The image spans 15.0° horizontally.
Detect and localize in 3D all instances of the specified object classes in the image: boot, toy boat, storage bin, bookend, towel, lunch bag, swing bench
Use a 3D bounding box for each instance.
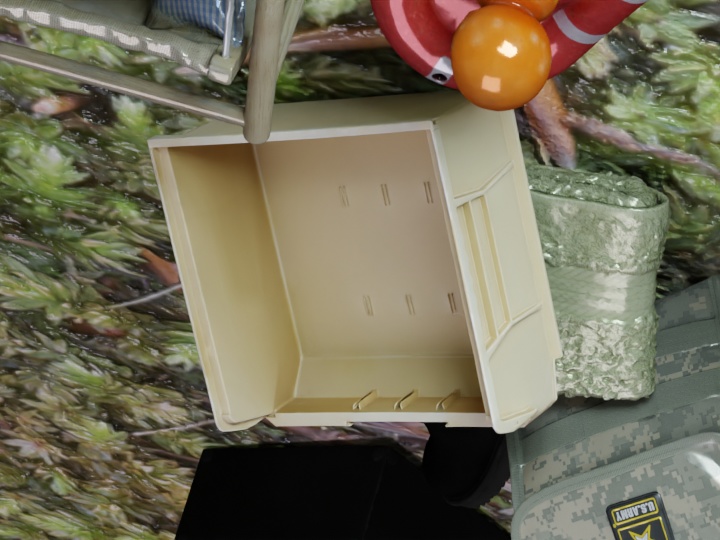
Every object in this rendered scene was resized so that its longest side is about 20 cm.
[{"bbox_3d":[0.038,0.080,1.861,0.157,0.080,0.211,14,145,-10],"label":"boot"},{"bbox_3d":[0.077,-0.137,1.346,0.130,0.131,0.200,24,153,-15],"label":"toy boat"},{"bbox_3d":[0.000,0.000,1.600,0.199,0.094,0.200,-2,108,34],"label":"storage bin"},{"bbox_3d":[-0.006,0.223,2.166,0.198,0.093,0.200,-5,148,41],"label":"bookend"},{"bbox_3d":[0.085,0.004,1.644,0.199,0.037,0.149,9,115,16],"label":"towel"},{"bbox_3d":[0.180,0.130,1.684,0.163,0.201,0.118,-21,141,21],"label":"lunch bag"},{"bbox_3d":[-0.123,-0.187,1.374,0.197,0.130,0.200,15,154,6],"label":"swing bench"}]
